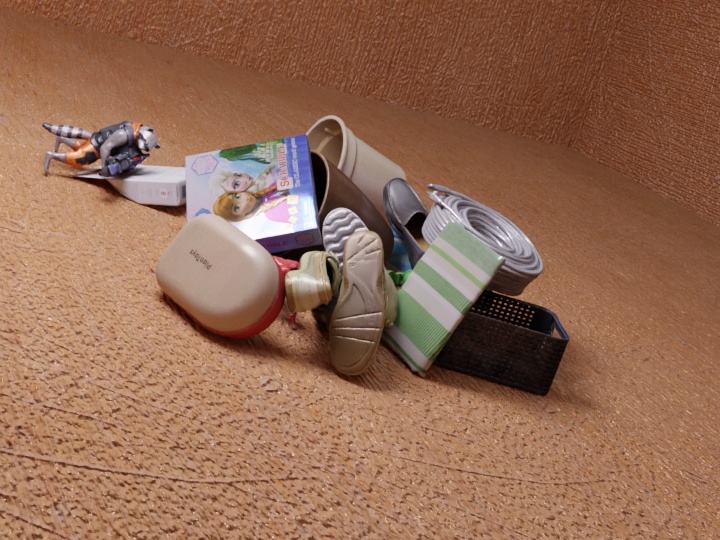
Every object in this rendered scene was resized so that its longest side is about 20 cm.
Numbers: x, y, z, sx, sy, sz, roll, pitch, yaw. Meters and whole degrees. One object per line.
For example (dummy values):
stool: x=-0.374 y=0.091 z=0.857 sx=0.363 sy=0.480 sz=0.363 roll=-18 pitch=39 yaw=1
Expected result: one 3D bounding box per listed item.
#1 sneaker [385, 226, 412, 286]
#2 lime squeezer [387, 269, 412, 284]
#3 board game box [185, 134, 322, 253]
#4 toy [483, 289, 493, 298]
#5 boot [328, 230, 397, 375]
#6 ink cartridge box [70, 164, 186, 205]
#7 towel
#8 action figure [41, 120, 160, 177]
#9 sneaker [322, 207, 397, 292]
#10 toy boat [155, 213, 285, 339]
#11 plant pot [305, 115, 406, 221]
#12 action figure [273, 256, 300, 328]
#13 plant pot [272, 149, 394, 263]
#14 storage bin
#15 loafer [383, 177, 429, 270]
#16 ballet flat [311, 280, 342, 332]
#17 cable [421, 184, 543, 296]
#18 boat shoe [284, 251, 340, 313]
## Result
sneaker: x=0.114 y=-0.029 z=1.813 sx=0.200 sy=0.131 sz=0.079 roll=31 pitch=20 yaw=31
lime squeezer: x=0.075 y=0.019 z=1.745 sx=0.199 sy=0.038 sz=0.071 roll=-2 pitch=5 yaw=-22
board game box: x=-0.167 y=-0.110 z=1.620 sx=0.199 sy=0.041 sz=0.201 roll=-11 pitch=52 yaw=2
toy: x=0.141 y=0.048 z=1.684 sx=0.199 sy=0.115 sz=0.047 roll=0 pitch=57 yaw=-43
boot: x=0.008 y=0.066 z=1.453 sx=0.072 sy=0.201 sz=0.156 roll=0 pitch=-24 yaw=9
ink cartridge box: x=-0.382 y=-0.153 z=1.863 sx=0.199 sy=0.057 sz=0.163 roll=0 pitch=14 yaw=13
towel: x=0.109 y=0.036 z=1.497 sx=0.023 sy=0.200 sz=0.153 roll=31 pitch=8 yaw=-35
action figure: x=-0.439 y=-0.210 z=1.790 sx=0.193 sy=0.105 sz=0.200 roll=-9 pitch=12 yaw=-2
sneaker: x=0.000 y=0.000 z=1.600 sx=0.075 sy=0.201 sz=0.082 roll=-27 pitch=5 yaw=-2
toy boat: x=-0.173 y=0.021 z=1.421 sx=0.200 sy=0.131 sz=0.131 roll=34 pitch=-6 yaw=42
plant pot: x=-0.018 y=-0.177 z=2.082 sx=0.183 sy=0.201 sz=0.200 roll=21 pitch=13 yaw=-32
action figure: x=-0.123 y=0.028 z=1.524 sx=0.065 sy=0.099 sz=0.200 roll=12 pitch=-5 yaw=-9
plant pot: x=-0.044 y=-0.072 z=1.742 sx=0.200 sy=0.187 sz=0.187 roll=27 pitch=9 yaw=-37
storage bin: x=0.195 y=0.096 z=1.574 sx=0.199 sy=0.094 sz=0.135 roll=17 pitch=16 yaw=-7
loafer: x=0.095 y=-0.080 z=1.752 sx=0.073 sy=0.072 sz=0.201 roll=-18 pitch=63 yaw=-16
ballet flat: x=-0.047 y=0.049 z=1.564 sx=0.067 sy=0.047 sz=0.200 roll=-6 pitch=14 yaw=-4
cable: x=0.192 y=-0.041 z=1.667 sx=0.199 sy=0.069 sz=0.200 roll=16 pitch=30 yaw=-37
boat shoe: x=-0.052 y=0.013 z=1.438 sx=0.063 sy=0.074 sz=0.201 roll=-7 pitch=6 yaw=11
